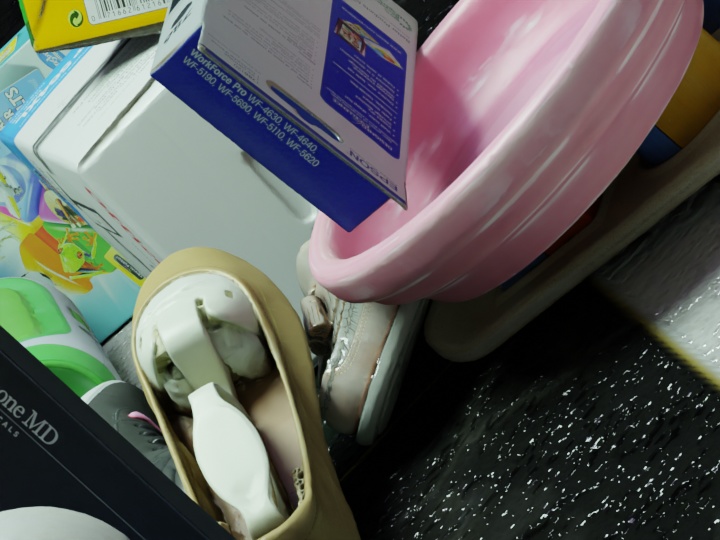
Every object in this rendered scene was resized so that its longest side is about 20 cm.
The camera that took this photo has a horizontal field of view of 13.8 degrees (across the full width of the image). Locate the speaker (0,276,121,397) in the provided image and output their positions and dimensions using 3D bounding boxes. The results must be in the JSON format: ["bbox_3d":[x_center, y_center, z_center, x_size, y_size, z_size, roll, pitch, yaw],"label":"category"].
[{"bbox_3d":[-0.168,0.059,1.502,0.088,0.088,0.200,-47,16,0],"label":"speaker"}]

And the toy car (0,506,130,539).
[{"bbox_3d":[-0.088,0.175,0.893,0.200,0.175,0.150,-47,2,-1],"label":"toy car"}]

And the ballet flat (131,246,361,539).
[{"bbox_3d":[-0.048,0.048,1.130,0.069,0.063,0.200,-31,47,4],"label":"ballet flat"}]

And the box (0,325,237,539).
[{"bbox_3d":[-0.110,0.124,0.997,0.141,0.200,0.079,-48,15,-3],"label":"box"}]

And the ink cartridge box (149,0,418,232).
[{"bbox_3d":[-0.027,-0.078,1.133,0.039,0.099,0.200,-47,14,19],"label":"ink cartridge box"}]

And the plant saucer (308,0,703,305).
[{"bbox_3d":[0.061,-0.062,1.123,0.201,0.051,0.201,-48,15,17],"label":"plant saucer"}]

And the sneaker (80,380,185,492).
[{"bbox_3d":[-0.072,0.089,1.231,0.099,0.071,0.200,-40,24,17],"label":"sneaker"}]

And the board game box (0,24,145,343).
[{"bbox_3d":[-0.180,-0.029,1.617,0.200,0.151,0.047,-40,18,22],"label":"board game box"}]

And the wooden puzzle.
[{"bbox_3d":[0.109,-0.071,1.184,0.200,0.046,0.185,-35,20,35],"label":"wooden puzzle"}]

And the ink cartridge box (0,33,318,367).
[{"bbox_3d":[-0.077,-0.037,1.387,0.084,0.146,0.200,-47,16,-6],"label":"ink cartridge box"}]

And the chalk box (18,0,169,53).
[{"bbox_3d":[-0.066,-0.190,1.374,0.124,0.124,0.200,-8,14,31],"label":"chalk box"}]

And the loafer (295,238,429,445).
[{"bbox_3d":[0.000,0.000,1.226,0.200,0.063,0.072,-69,-3,-56],"label":"loafer"}]
